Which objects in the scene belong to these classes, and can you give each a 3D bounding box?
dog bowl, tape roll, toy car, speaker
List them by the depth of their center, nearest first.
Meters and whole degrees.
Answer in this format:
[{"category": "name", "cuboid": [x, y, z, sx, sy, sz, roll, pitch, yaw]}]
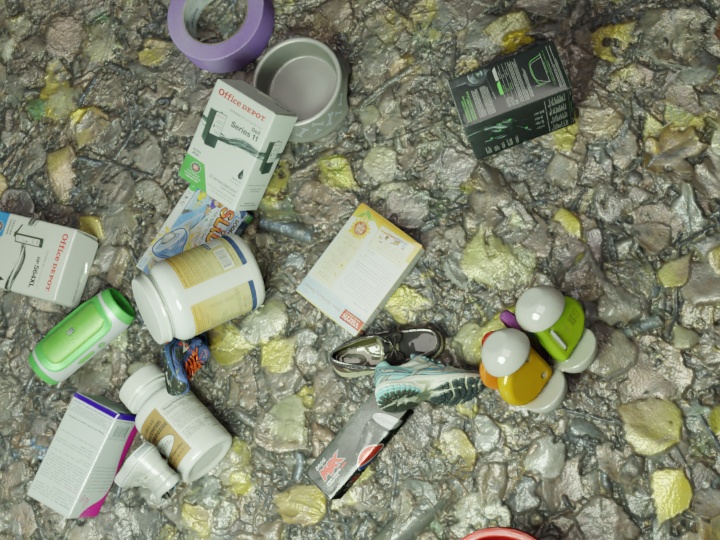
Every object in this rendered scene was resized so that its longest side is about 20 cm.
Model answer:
[{"category": "toy car", "cuboid": [0.272, 0.119, 1.576, 0.200, 0.175, 0.150, -51, 32, -7]}, {"category": "speaker", "cuboid": [-0.518, 0.122, 1.807, 0.200, 0.088, 0.089, -39, 72, 4]}, {"category": "dog bowl", "cuboid": [-0.113, -0.344, 1.816, 0.199, 0.059, 0.201, -3, 77, 13]}, {"category": "tape roll", "cuboid": [-0.271, -0.490, 1.885, 0.199, 0.066, 0.201, -3, 78, 13]}]

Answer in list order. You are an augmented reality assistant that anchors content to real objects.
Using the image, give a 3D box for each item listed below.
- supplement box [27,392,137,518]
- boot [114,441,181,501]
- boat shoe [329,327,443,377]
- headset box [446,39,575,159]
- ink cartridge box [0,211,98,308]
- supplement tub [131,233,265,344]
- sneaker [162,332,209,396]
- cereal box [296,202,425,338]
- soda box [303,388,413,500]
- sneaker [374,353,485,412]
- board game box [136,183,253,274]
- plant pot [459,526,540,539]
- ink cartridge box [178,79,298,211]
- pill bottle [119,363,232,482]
[{"category": "supplement box", "cuboid": [-0.493, 0.333, 1.745, 0.103, 0.101, 0.201, 22, 84, 18]}, {"category": "boot", "cuboid": [-0.363, 0.364, 1.673, 0.096, 0.200, 0.074, 45, 63, 4]}, {"category": "boat shoe", "cuboid": [0.042, 0.140, 1.665, 0.199, 0.065, 0.072, -11, 74, 11]}, {"category": "headset box", "cuboid": [0.252, -0.281, 1.646, 0.199, 0.174, 0.093, -20, 74, 11]}, {"category": "ink cartridge box", "cuboid": [-0.626, -0.023, 1.866, 0.199, 0.084, 0.147, 12, 81, 17]}, {"category": "supplement tub", "cuboid": [-0.283, 0.034, 1.697, 0.199, 0.145, 0.145, -24, 71, -23]}, {"category": "sneaker", "cuboid": [-0.305, 0.151, 1.704, 0.078, 0.200, 0.076, -5, 117, -6]}, {"category": "cereal box", "cuboid": [0.000, 0.000, 1.721, 0.144, 0.040, 0.200, 37, 90, 19]}, {"category": "soda box", "cuboid": [-0.002, 0.292, 1.645, 0.071, 0.063, 0.200, 40, 91, 19]}, {"category": "sneaker", "cuboid": [0.117, 0.173, 1.613, 0.199, 0.078, 0.087, -3, 50, -15]}, {"category": "board game box", "cuboid": [-0.310, -0.054, 1.816, 0.135, 0.034, 0.200, 32, 87, 19]}, {"category": "plant pot", "cuboid": [0.223, 0.491, 1.480, 0.199, 0.182, 0.201, -3, 78, 14]}, {"category": "ink cartridge box", "cuboid": [-0.224, -0.230, 1.774, 0.146, 0.083, 0.201, 32, 108, 20]}, {"category": "pill bottle", "cuboid": [-0.330, 0.265, 1.710, 0.200, 0.114, 0.114, 43, 91, 19]}]
